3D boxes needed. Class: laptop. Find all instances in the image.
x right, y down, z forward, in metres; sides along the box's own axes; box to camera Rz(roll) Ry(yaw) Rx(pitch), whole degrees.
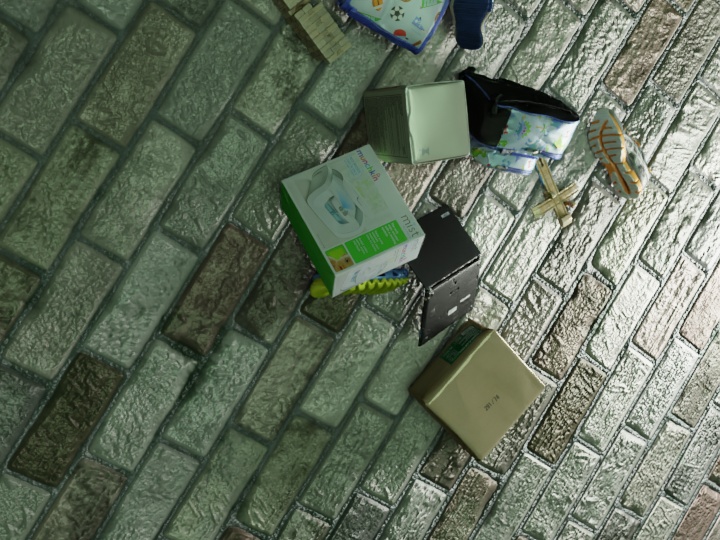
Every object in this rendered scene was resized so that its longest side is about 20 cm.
[{"bbox_3d":[0.138,0.008,1.533,0.177,0.103,0.201,-29,136,-40],"label":"laptop"}]

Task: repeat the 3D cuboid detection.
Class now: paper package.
[{"bbox_3d":[0.225,0.231,1.594,0.200,0.103,0.191,-46,112,-7],"label":"paper package"}]

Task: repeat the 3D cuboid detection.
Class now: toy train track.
[{"bbox_3d":[0.380,-0.177,1.621,0.115,0.033,0.200,-32,108,-13],"label":"toy train track"}]

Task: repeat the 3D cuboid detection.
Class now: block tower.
[{"bbox_3d":[-0.100,-0.443,1.375,0.054,0.058,0.200,-42,109,-10],"label":"block tower"}]

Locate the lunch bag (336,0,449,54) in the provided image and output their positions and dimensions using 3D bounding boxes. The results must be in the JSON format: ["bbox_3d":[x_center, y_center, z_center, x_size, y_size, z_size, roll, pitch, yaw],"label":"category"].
[{"bbox_3d":[0.066,-0.495,1.396,0.170,0.124,0.201,24,81,-23],"label":"lunch bag"}]

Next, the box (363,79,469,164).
[{"bbox_3d":[0.093,-0.256,1.404,0.109,0.200,0.128,-11,103,-19],"label":"box"}]

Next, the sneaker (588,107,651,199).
[{"bbox_3d":[0.528,-0.244,1.652,0.077,0.078,0.200,-41,115,-24],"label":"sneaker"}]

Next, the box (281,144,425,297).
[{"bbox_3d":[-0.016,-0.086,1.400,0.176,0.097,0.200,-24,70,-15],"label":"box"}]

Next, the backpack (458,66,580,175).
[{"bbox_3d":[0.281,-0.264,1.493,0.199,0.183,0.147,5,121,-23],"label":"backpack"}]

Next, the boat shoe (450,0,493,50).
[{"bbox_3d":[0.195,-0.471,1.428,0.072,0.200,0.073,9,74,4],"label":"boat shoe"}]

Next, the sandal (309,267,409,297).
[{"bbox_3d":[0.000,0.000,1.483,0.199,0.079,0.087,1,73,-29],"label":"sandal"}]
